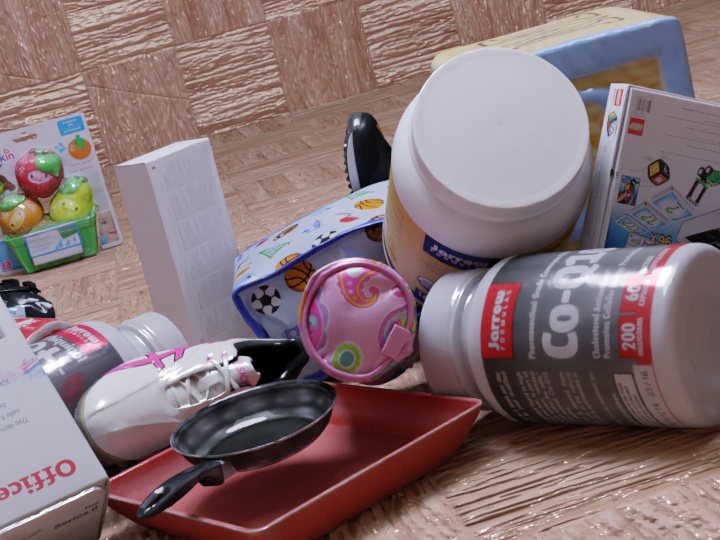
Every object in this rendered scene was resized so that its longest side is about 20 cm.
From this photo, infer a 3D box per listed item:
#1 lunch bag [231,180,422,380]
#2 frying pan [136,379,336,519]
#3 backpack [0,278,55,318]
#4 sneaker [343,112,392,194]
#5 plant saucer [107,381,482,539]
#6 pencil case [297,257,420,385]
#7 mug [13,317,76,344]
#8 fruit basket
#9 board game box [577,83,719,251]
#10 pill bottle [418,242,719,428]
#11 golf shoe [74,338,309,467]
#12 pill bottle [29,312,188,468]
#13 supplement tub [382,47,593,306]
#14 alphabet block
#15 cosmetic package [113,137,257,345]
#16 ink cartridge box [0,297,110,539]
[{"bbox_3d":[0.000,0.000,1.280,0.199,0.124,0.170,-31,14,1],"label":"lunch bag"},{"bbox_3d":[-0.070,0.113,0.950,0.114,0.031,0.190,-14,16,6],"label":"frying pan"},{"bbox_3d":[-0.413,0.082,1.440,0.198,0.155,0.163,2,3,-34],"label":"backpack"},{"bbox_3d":[0.047,-0.069,1.396,0.089,0.201,0.070,-8,37,15],"label":"sneaker"},{"bbox_3d":[-0.047,0.132,0.995,0.199,0.037,0.199,-25,15,-37],"label":"plant saucer"},{"bbox_3d":[0.004,0.040,1.069,0.087,0.088,0.200,-14,-7,2],"label":"pencil case"},{"bbox_3d":[-0.324,0.081,1.284,0.198,0.134,0.178,-3,47,30],"label":"mug"},{"bbox_3d":[-0.446,-0.103,2.092,0.183,0.202,0.094,-15,27,-4],"label":"fruit basket"},{"bbox_3d":[0.256,-0.050,1.046,0.198,0.128,0.035,10,6,-17],"label":"board game box"},{"bbox_3d":[0.142,0.044,0.976,0.199,0.115,0.114,-4,17,41],"label":"pill bottle"},{"bbox_3d":[-0.122,0.084,1.099,0.092,0.073,0.199,-34,-10,38],"label":"golf shoe"},{"bbox_3d":[-0.226,0.105,1.144,0.199,0.112,0.110,-26,17,-39],"label":"pill bottle"},{"bbox_3d":[0.091,-0.059,1.093,0.143,0.146,0.200,-17,-21,-8],"label":"supplement tub"},{"bbox_3d":[0.182,-0.115,1.320,0.194,0.197,0.200,-13,14,-1],"label":"alphabet block"},{"bbox_3d":[-0.155,-0.011,1.353,0.050,0.202,0.082,-3,17,39],"label":"cosmetic package"},{"bbox_3d":[-0.275,0.110,0.986,0.144,0.200,0.088,-23,-29,-29],"label":"ink cartridge box"}]
